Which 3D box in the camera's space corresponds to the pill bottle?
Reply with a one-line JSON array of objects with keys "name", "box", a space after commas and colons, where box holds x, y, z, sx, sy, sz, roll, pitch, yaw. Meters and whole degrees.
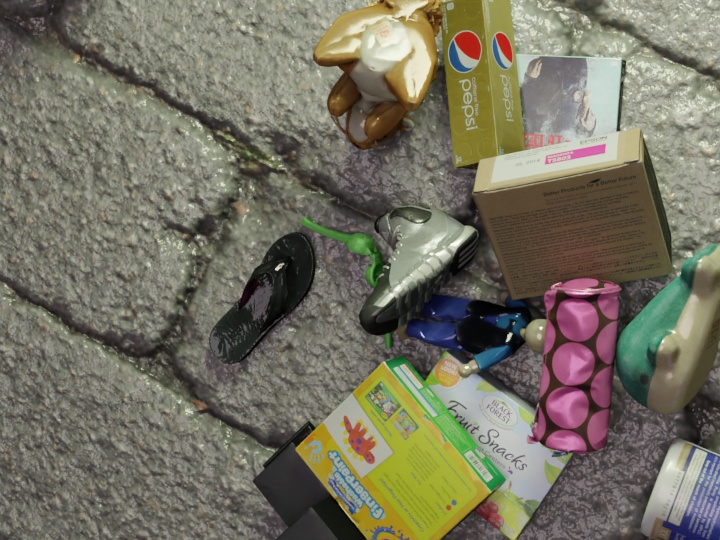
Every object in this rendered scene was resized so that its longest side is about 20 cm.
[{"name": "pill bottle", "box": [0.430, 0.282, 1.626, 0.198, 0.120, 0.121, 21, 98, 17]}]

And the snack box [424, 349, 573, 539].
[{"name": "snack box", "box": [0.151, 0.211, 1.753, 0.199, 0.053, 0.143, 35, 101, 15]}]

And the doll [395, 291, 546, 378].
[{"name": "doll", "box": [0.143, 0.072, 1.723, 0.197, 0.137, 0.049, 7, 139, 27]}]

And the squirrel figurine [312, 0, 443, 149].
[{"name": "squirrel figurine", "box": [0.036, -0.242, 1.726, 0.140, 0.187, 0.202, 20, 66, 10]}]

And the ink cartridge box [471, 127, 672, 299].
[{"name": "ink cartridge box", "box": [0.247, -0.063, 1.655, 0.197, 0.076, 0.166, -9, 125, 20]}]

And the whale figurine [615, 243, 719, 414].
[{"name": "whale figurine", "box": [0.354, 0.061, 1.629, 0.103, 0.158, 0.203, 24, 118, 27]}]

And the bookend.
[{"name": "bookend", "box": [-0.063, 0.303, 1.752, 0.092, 0.200, 0.199, -43, 80, 15]}]

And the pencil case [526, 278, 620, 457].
[{"name": "pencil case", "box": [0.245, 0.109, 1.642, 0.092, 0.091, 0.203, 6, 98, 12]}]

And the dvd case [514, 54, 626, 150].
[{"name": "dvd case", "box": [0.240, -0.157, 1.726, 0.144, 0.022, 0.203, 6, 95, 18]}]

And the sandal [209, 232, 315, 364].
[{"name": "sandal", "box": [-0.126, 0.040, 1.842, 0.075, 0.048, 0.201, 39, 104, 13]}]

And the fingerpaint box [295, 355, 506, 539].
[{"name": "fingerpaint box", "box": [0.048, 0.235, 1.726, 0.167, 0.073, 0.200, -45, 77, 19]}]

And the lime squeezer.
[{"name": "lime squeezer", "box": [0.000, 0.000, 1.804, 0.070, 0.038, 0.201, -37, 81, 16]}]

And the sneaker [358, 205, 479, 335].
[{"name": "sneaker", "box": [0.043, -0.010, 1.739, 0.115, 0.199, 0.076, 38, 147, 23]}]

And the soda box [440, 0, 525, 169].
[{"name": "soda box", "box": [0.147, -0.226, 1.717, 0.067, 0.064, 0.203, -9, 86, 39]}]
